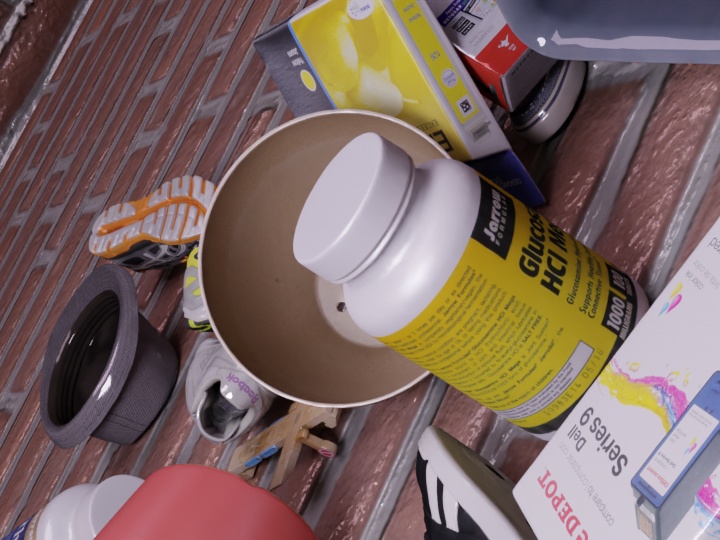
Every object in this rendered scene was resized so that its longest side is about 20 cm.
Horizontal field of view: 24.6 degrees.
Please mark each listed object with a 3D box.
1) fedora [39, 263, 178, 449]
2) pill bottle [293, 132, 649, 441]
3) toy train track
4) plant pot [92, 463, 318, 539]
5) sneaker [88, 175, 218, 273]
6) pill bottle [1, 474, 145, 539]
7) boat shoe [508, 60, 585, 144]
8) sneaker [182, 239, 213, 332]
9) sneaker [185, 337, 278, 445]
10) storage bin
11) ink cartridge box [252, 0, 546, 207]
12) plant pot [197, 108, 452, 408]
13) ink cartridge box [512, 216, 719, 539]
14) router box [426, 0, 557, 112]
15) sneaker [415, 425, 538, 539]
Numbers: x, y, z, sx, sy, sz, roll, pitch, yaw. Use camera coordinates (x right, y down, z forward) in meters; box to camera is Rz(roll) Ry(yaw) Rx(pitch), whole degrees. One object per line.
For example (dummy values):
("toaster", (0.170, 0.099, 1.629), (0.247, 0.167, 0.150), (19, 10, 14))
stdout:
("fedora", (-0.243, 0.098, 1.645), (0.178, 0.090, 0.200), (-54, 29, 16))
("pill bottle", (0.064, 0.007, 0.961), (0.112, 0.199, 0.113), (-45, 26, 29))
("toy train track", (-0.052, 0.131, 1.280), (0.200, 0.032, 0.116), (-37, 30, 58))
("plant pot", (-0.118, 0.240, 1.090), (0.200, 0.200, 0.178), (-32, 23, 48))
("sneaker", (-0.199, -0.044, 1.763), (0.198, 0.077, 0.079), (-10, 55, 39))
("pill bottle", (-0.246, 0.252, 1.428), (0.200, 0.110, 0.112), (-38, 30, 42))
("boat shoe", (0.113, -0.184, 1.242), (0.075, 0.092, 0.201), (-43, 27, 34))
("sneaker", (-0.059, -0.009, 1.320), (0.198, 0.075, 0.077), (-15, 77, 19))
("sneaker", (-0.114, 0.099, 1.337), (0.100, 0.075, 0.200), (-52, 3, -29))
("storage bin", (0.194, -0.218, 1.060), (0.199, 0.146, 0.135), (9, 54, 45))
("ink cartridge box", (0.021, -0.111, 1.209), (0.047, 0.201, 0.197), (-34, 9, -28))
("plant pot", (0.000, 0.000, 1.167), (0.202, 0.199, 0.134), (-59, -15, 0))
("ink cartridge box", (0.177, 0.082, 0.777), (0.201, 0.087, 0.146), (-55, 23, 13))
("router box", (0.101, -0.239, 1.201), (0.179, 0.049, 0.200), (35, 77, 27))
("sneaker", (0.051, 0.173, 0.946), (0.112, 0.073, 0.200), (-54, 24, 7))
